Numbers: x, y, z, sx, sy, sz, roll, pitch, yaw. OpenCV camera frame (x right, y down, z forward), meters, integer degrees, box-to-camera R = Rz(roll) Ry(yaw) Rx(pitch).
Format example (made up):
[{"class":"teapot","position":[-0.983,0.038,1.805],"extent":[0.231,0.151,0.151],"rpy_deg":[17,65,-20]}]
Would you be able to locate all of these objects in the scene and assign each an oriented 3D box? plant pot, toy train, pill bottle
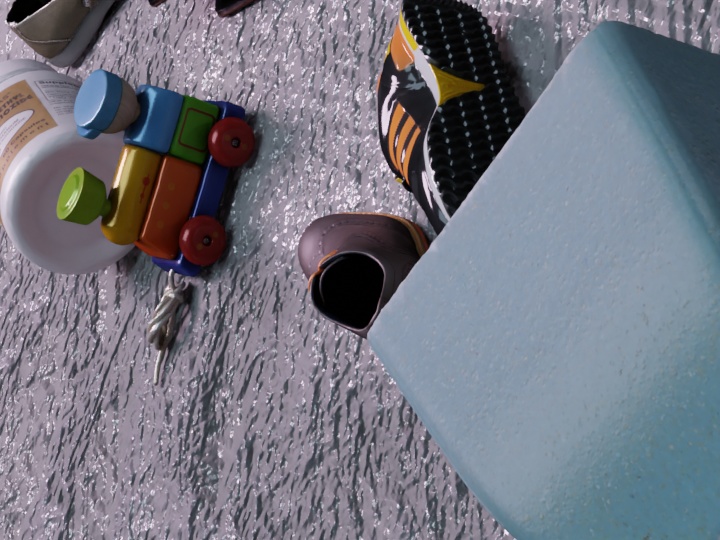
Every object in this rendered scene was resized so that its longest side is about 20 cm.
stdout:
[{"class":"plant pot","position":[0.158,0.047,1.120],"extent":[0.196,0.195,0.201],"rpy_deg":[-54,42,28]},{"class":"toy train","position":[-0.158,-0.032,1.788],"extent":[0.085,0.115,0.201],"rpy_deg":[9,81,62]},{"class":"pill bottle","position":[-0.234,-0.086,1.957],"extent":[0.115,0.114,0.200],"rpy_deg":[-64,29,13]}]

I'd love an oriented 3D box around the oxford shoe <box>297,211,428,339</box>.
[{"class":"oxford shoe","position":[0.000,0.000,1.535],"extent":[0.200,0.072,0.072],"rpy_deg":[30,101,62]}]

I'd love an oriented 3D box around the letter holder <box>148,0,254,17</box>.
[{"class":"letter holder","position":[-0.124,-0.290,1.901],"extent":[0.142,0.100,0.201],"rpy_deg":[-21,56,57]}]

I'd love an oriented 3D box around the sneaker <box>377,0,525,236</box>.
[{"class":"sneaker","position":[0.051,-0.067,1.506],"extent":[0.201,0.069,0.090],"rpy_deg":[-101,25,-43]}]

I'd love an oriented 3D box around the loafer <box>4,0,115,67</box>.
[{"class":"loafer","position":[-0.220,-0.247,2.072],"extent":[0.200,0.069,0.075],"rpy_deg":[-55,32,28]}]
